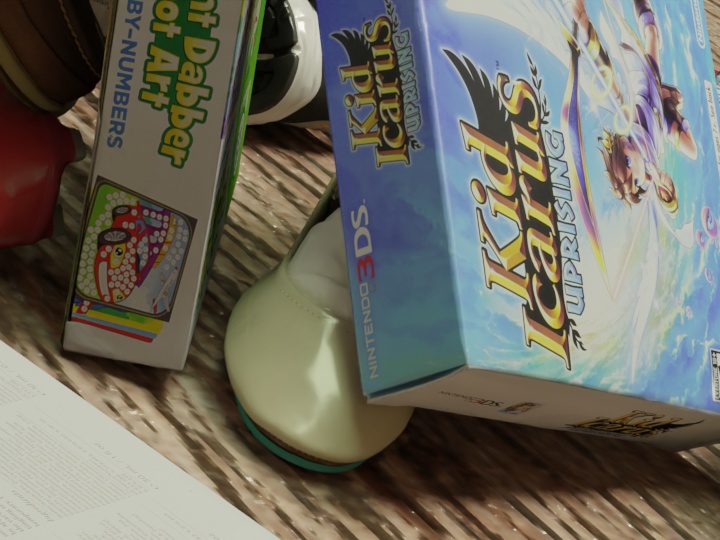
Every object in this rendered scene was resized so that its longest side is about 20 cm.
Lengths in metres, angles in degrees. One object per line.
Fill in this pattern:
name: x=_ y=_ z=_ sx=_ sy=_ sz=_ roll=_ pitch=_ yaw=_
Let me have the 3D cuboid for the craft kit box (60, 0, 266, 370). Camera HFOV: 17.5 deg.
craft kit box: x=-0.053 y=-0.096 z=0.778 sx=0.048 sy=0.199 sz=0.200 roll=13 pitch=21 yaw=-2

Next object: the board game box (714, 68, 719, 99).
board game box: x=0.141 y=-0.063 z=1.105 sx=0.199 sy=0.062 sz=0.200 roll=26 pitch=20 yaw=7

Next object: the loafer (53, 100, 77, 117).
loafer: x=-0.153 y=-0.151 z=0.890 sx=0.068 sy=0.076 sz=0.201 roll=-31 pitch=87 yaw=-33

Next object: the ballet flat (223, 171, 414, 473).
ballet flat: x=0.000 y=0.000 z=0.786 sx=0.069 sy=0.070 sz=0.200 roll=22 pitch=20 yaw=-1

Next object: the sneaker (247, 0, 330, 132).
sneaker: x=-0.055 y=-0.119 z=1.041 sx=0.079 sy=0.074 sz=0.200 roll=18 pitch=24 yaw=-40

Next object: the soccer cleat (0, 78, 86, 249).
soccer cleat: x=-0.163 y=-0.070 z=0.800 sx=0.076 sy=0.067 sz=0.200 roll=1 pitch=31 yaw=-36

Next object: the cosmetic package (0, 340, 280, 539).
cosmetic package: x=-0.118 y=0.059 z=0.529 sx=0.200 sy=0.052 sz=0.151 roll=33 pitch=20 yaw=25

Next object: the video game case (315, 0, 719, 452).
video game case: x=0.061 y=-0.048 z=0.785 sx=0.181 sy=0.045 sz=0.201 roll=12 pitch=66 yaw=-49

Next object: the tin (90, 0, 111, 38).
tin: x=-0.127 y=-0.177 z=0.938 sx=0.042 sy=0.201 sz=0.112 roll=-33 pitch=42 yaw=-25

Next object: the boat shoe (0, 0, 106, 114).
boat shoe: x=-0.105 y=-0.129 z=0.685 sx=0.067 sy=0.201 sz=0.072 roll=-19 pitch=44 yaw=-1
